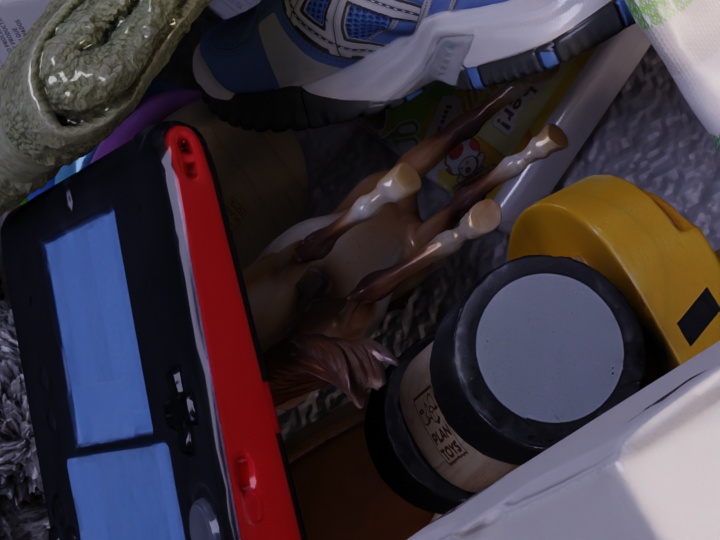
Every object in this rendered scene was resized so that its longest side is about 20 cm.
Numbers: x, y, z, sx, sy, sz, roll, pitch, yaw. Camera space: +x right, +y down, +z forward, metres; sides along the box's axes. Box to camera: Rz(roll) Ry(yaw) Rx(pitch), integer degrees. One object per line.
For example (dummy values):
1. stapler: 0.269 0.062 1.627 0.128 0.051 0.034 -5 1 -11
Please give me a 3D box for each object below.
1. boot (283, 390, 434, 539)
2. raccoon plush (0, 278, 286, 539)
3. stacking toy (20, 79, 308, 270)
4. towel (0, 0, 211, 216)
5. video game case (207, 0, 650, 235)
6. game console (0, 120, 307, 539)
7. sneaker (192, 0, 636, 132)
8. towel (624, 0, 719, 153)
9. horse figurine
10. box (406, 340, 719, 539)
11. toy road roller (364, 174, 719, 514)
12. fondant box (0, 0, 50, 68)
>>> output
1. boot: 0.004 0.145 0.839 0.200 0.074 0.155 -52 54 24
2. raccoon plush: -0.114 0.021 0.940 0.134 0.097 0.200 -34 59 21
3. stacking toy: -0.115 -0.048 0.974 0.200 0.085 0.085 23 90 41
4. towel: -0.063 -0.107 0.817 0.200 0.036 0.148 -58 13 -21
5. video game case: 0.049 -0.140 0.918 0.182 0.023 0.200 40 99 36
6. game console: -0.067 0.055 0.775 0.200 0.031 0.177 -17 87 68
7. sneaker: 0.013 -0.096 0.831 0.200 0.076 0.077 -13 105 47
8. towel: 0.118 -0.146 0.741 0.149 0.200 0.031 -40 21 -23
9. horse figurine: 0.000 0.000 0.798 0.133 0.200 0.050 -40 93 30
10. box: 0.136 0.061 0.592 0.200 0.199 0.131 -31 85 -17
11. toy road roller: 0.106 0.064 0.755 0.146 0.123 0.200 -27 83 -17
12. fondant box: -0.164 -0.109 0.980 0.200 0.058 0.144 -8 37 24
